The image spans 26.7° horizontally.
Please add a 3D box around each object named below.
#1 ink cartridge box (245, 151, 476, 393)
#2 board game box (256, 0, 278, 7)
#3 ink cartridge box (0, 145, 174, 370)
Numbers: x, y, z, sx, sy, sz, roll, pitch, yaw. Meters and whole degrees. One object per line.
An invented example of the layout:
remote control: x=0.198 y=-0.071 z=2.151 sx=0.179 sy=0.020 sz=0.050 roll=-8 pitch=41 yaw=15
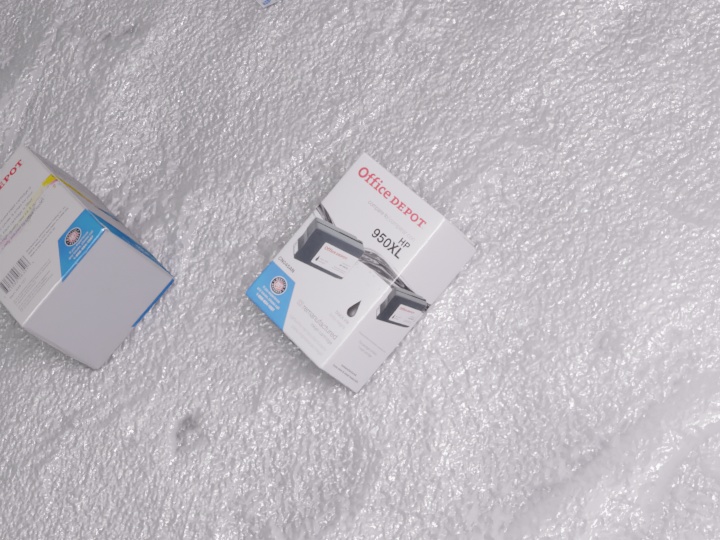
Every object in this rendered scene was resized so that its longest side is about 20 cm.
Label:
ink cartridge box: x=0.000 y=0.000 z=1.581 sx=0.200 sy=0.084 sz=0.144 roll=-50 pitch=53 yaw=1
board game box: x=-0.048 y=-0.416 z=1.836 sx=0.199 sy=0.034 sz=0.136 roll=-20 pitch=59 yaw=22
ink cartridge box: x=-0.349 y=-0.017 z=1.760 sx=0.147 sy=0.145 sz=0.200 roll=-49 pitch=53 yaw=1
